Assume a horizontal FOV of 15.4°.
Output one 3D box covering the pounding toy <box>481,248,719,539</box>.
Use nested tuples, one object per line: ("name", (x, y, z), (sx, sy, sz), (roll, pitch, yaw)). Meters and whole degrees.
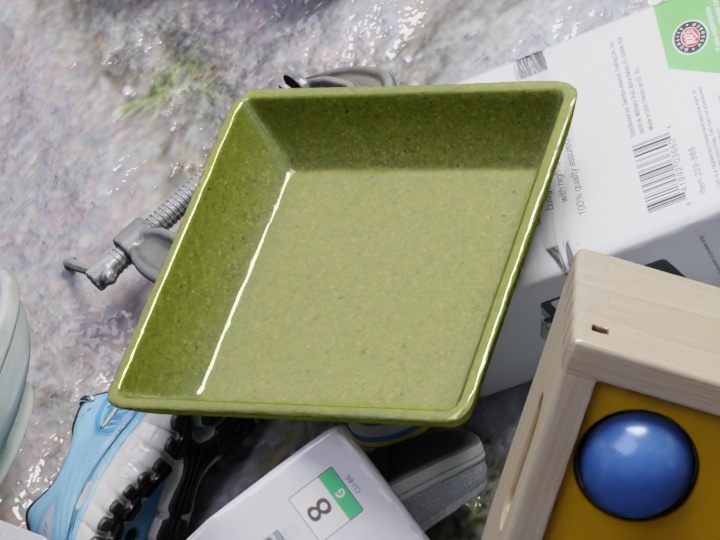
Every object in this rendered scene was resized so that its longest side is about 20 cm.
("pounding toy", (0.150, 0.129, 1.144), (0.183, 0.201, 0.142), (16, 23, -1))

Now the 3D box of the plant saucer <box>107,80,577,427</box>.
("plant saucer", (0.000, 0.000, 1.306), (0.199, 0.048, 0.201), (1, 54, 30))

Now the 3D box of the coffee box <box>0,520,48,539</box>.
("coffee box", (-0.206, 0.233, 1.330), (0.080, 0.113, 0.200), (15, 65, 35))

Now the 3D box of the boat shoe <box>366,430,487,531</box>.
("boat shoe", (-0.019, 0.149, 1.326), (0.202, 0.065, 0.074), (-34, 11, -1))

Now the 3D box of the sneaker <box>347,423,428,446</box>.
("sneaker", (0.001, -0.006, 1.406), (0.074, 0.082, 0.200), (-24, 46, 13))

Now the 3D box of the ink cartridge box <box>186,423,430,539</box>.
("ink cartridge box", (-0.041, 0.195, 1.258), (0.200, 0.050, 0.161), (-37, 85, -3))

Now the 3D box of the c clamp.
("c clamp", (-0.072, -0.053, 1.479), (0.200, 0.027, 0.171), (-40, 23, -7))

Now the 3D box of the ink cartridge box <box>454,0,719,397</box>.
("ink cartridge box", (0.124, -0.042, 1.363), (0.199, 0.084, 0.146), (-20, 50, 15))

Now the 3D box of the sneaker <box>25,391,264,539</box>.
("sneaker", (-0.114, 0.072, 1.418), (0.090, 0.078, 0.200), (20, 68, 41))

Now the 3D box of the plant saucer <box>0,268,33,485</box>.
("plant saucer", (-0.224, 0.096, 1.444), (0.200, 0.050, 0.200), (-50, 21, 27))
